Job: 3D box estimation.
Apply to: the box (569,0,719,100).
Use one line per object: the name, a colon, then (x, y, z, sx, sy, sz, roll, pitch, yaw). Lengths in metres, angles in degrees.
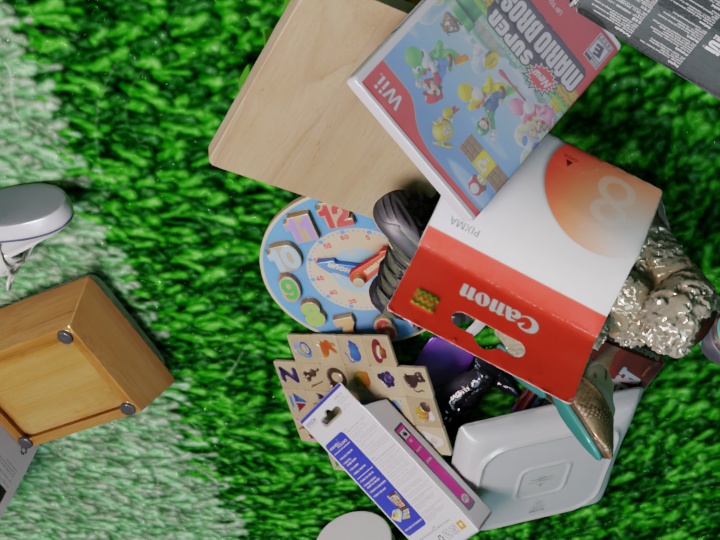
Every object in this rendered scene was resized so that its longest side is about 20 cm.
box: (0.253, -0.211, 0.890, 0.198, 0.165, 0.086, 27, 128, -14)

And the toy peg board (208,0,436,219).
toy peg board: (-0.001, -0.161, 1.036, 0.197, 0.099, 0.201, 16, 132, -25)

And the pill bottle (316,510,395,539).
pill bottle: (0.016, 0.384, 1.448, 0.111, 0.114, 0.202, -8, 128, 16)

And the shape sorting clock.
shape sorting clock: (0.000, 0.000, 1.186, 0.197, 0.039, 0.202, 5, 129, 6)

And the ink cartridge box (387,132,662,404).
ink cartridge box: (0.129, -0.020, 0.953, 0.161, 0.201, 0.050, 27, 143, 4)

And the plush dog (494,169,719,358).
plush dog: (0.195, 0.018, 1.087, 0.170, 0.200, 0.162, -29, 92, -3)

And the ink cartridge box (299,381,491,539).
ink cartridge box: (0.033, 0.198, 1.242, 0.200, 0.037, 0.095, 45, 137, 1)

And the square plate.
square plate: (0.184, 0.205, 1.266, 0.197, 0.029, 0.200, -10, 139, -14)

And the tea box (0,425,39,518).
tea box: (-0.501, 0.186, 1.351, 0.194, 0.135, 0.201, -11, 127, 25)

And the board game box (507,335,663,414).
board game box: (0.219, 0.140, 1.276, 0.102, 0.020, 0.201, 20, 129, -8)

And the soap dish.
soap dish: (-0.319, 0.101, 1.296, 0.198, 0.082, 0.158, -19, 124, 24)

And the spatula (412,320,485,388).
spatula: (0.114, 0.054, 1.222, 0.056, 0.021, 0.201, 23, 128, -17)

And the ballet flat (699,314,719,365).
ballet flat: (0.412, 0.077, 1.168, 0.197, 0.074, 0.074, 9, 130, -6)

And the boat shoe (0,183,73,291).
boat shoe: (-0.354, -0.023, 1.205, 0.199, 0.075, 0.087, -10, 126, 20)

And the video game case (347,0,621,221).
video game case: (0.100, -0.159, 0.947, 0.143, 0.200, 0.017, 47, 162, -16)

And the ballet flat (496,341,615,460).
ballet flat: (0.195, 0.101, 1.148, 0.065, 0.200, 0.071, -30, 124, -7)

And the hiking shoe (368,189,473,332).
hiking shoe: (0.047, 0.005, 1.097, 0.100, 0.076, 0.200, -28, 142, 13)

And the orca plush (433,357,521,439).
orca plush: (0.087, 0.168, 1.268, 0.199, 0.072, 0.105, -31, 141, 33)

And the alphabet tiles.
alphabet tiles: (0.000, 0.138, 1.259, 0.198, 0.006, 0.168, -1, 117, 39)
